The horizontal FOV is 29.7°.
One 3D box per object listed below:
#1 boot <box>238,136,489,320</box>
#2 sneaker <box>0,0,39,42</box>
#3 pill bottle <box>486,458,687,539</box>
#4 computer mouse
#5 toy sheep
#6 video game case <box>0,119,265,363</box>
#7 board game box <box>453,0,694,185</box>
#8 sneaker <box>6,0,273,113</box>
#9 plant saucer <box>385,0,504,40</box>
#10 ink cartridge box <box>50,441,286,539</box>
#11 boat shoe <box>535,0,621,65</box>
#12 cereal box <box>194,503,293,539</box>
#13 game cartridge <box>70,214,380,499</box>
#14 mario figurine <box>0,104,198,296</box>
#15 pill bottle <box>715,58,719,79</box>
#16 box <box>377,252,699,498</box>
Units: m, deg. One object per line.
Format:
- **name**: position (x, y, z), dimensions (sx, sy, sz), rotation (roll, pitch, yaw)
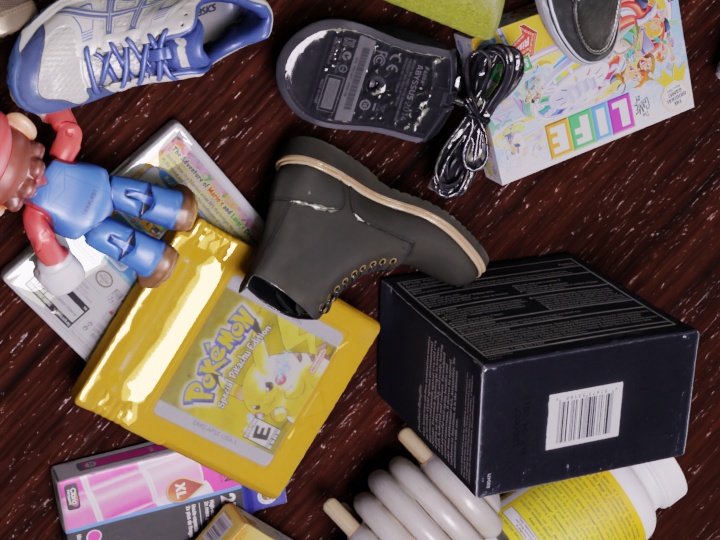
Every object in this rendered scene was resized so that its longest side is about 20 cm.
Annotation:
- **boot**: position (0.000, 0.000, 1.099), dimensions (0.200, 0.077, 0.138), rotation (28, 65, -17)
- **sneaker**: position (-0.328, -0.169, 0.940), dimensions (0.200, 0.070, 0.076), rotation (-25, 100, -19)
- **pill bottle**: position (0.203, 0.231, 1.278), dimensions (0.200, 0.112, 0.113), rotation (-32, 118, -10)
- **computer mouse**: position (0.020, -0.147, 1.094), dimensions (0.200, 0.053, 0.139), rotation (15, 110, -24)
- **toy sheep**: position (0.055, 0.218, 1.196), dimensions (0.200, 0.138, 0.138), rotation (-44, 119, -1)
- **video game case**: position (-0.154, 0.010, 1.095), dimensions (0.182, 0.024, 0.200), rotation (-42, 118, -5)
- **board game box**: position (0.188, -0.172, 1.172), dimensions (0.200, 0.034, 0.135), rotation (-23, 116, -15)
- **sneaker**: position (-0.154, -0.166, 0.967), dimensions (0.200, 0.088, 0.075), rotation (-33, 131, -27)
- **plant saucer**: position (0.055, -0.301, 1.029), dimensions (0.200, 0.048, 0.200), rotation (16, 85, -28)
- **ink cartridge box**: position (-0.156, 0.189, 1.152), dimensions (0.200, 0.037, 0.095), rotation (-13, 113, -21)
- **boat shoe**: position (0.181, -0.249, 1.075), dimensions (0.072, 0.071, 0.200), rotation (-26, 125, -16)
- **cereal box**: position (-0.093, 0.303, 1.195), dimensions (0.144, 0.040, 0.200), rotation (-50, 131, 0)
- **game cartridge**: position (-0.105, 0.072, 1.101), dimensions (0.200, 0.032, 0.176), rotation (31, 91, -29)
- **mario figurine**: position (-0.227, -0.063, 1.008), dimensions (0.200, 0.124, 0.106), rotation (26, 136, -20)
- **pill bottle**: position (0.399, -0.247, 1.195), dimensions (0.111, 0.111, 0.200), rotation (13, 103, -27)
- **box**: position (0.143, 0.081, 1.149), dimensions (0.200, 0.198, 0.123), rotation (-7, 113, -21)
